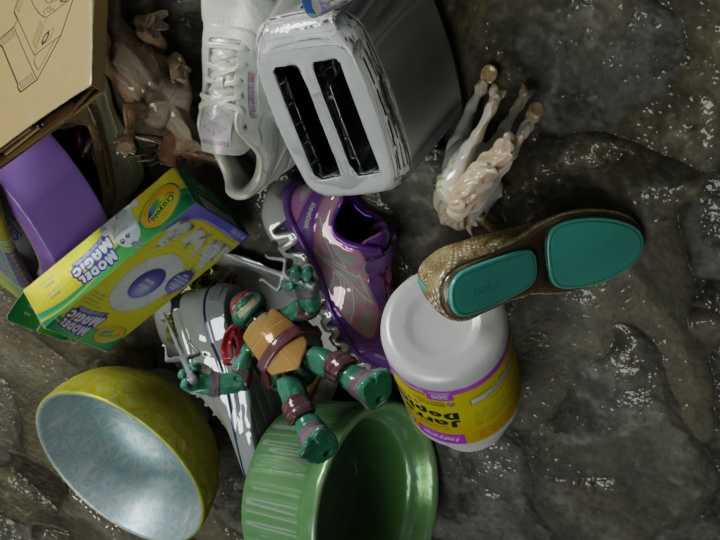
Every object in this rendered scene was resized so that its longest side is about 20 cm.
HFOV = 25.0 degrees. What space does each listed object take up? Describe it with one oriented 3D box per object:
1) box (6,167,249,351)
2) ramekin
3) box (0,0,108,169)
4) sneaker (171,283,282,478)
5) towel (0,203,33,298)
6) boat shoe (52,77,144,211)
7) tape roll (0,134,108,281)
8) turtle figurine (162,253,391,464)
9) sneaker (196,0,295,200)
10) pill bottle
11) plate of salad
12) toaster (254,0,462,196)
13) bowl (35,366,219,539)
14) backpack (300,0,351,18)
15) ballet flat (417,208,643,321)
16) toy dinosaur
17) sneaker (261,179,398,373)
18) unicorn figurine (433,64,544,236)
[{"bbox_3d":[-0.205,0.001,1.422,0.199,0.117,0.049,-37,68,9],"label":"box"},{"bbox_3d":[-0.021,0.213,1.496,0.097,0.200,0.201,5,127,35],"label":"ramekin"},{"bbox_3d":[-0.257,-0.198,1.322,0.021,0.202,0.163,21,145,-38],"label":"box"},{"bbox_3d":[-0.120,0.104,1.495,0.070,0.073,0.202,-3,110,29],"label":"sneaker"},{"bbox_3d":[-0.346,-0.055,1.448,0.143,0.023,0.201,38,157,27],"label":"towel"},{"bbox_3d":[-0.260,-0.142,1.440,0.073,0.067,0.201,-13,117,35],"label":"boat shoe"},{"bbox_3d":[-0.309,-0.071,1.467,0.200,0.066,0.201,41,158,20],"label":"tape roll"},{"bbox_3d":[-0.069,0.063,1.369,0.200,0.100,0.150,42,103,30],"label":"turtle figurine"},{"bbox_3d":[-0.094,-0.150,1.318,0.074,0.100,0.202,7,126,27],"label":"sneaker"},{"bbox_3d":[0.081,0.084,1.360,0.103,0.105,0.200,15,158,18],"label":"pill bottle"},{"bbox_3d":[-0.113,0.071,1.535,0.198,0.048,0.202,16,131,19],"label":"plate of salad"},{"bbox_3d":[0.000,-0.145,1.247,0.113,0.129,0.201,-2,123,31],"label":"toaster"},{"bbox_3d":[-0.210,0.162,1.611,0.199,0.108,0.201,21,137,21],"label":"bowl"},{"bbox_3d":[0.000,-0.282,1.111,0.199,0.179,0.151,-25,125,33],"label":"backpack"},{"bbox_3d":[0.129,-0.013,1.269,0.065,0.198,0.071,28,124,53],"label":"ballet flat"},{"bbox_3d":[-0.183,-0.163,1.379,0.085,0.136,0.202,-25,89,-1],"label":"toy dinosaur"},{"bbox_3d":[0.000,0.000,1.400,0.088,0.081,0.201,-21,111,31],"label":"sneaker"},{"bbox_3d":[0.092,-0.083,1.256,0.073,0.200,0.138,30,107,12],"label":"unicorn figurine"}]
